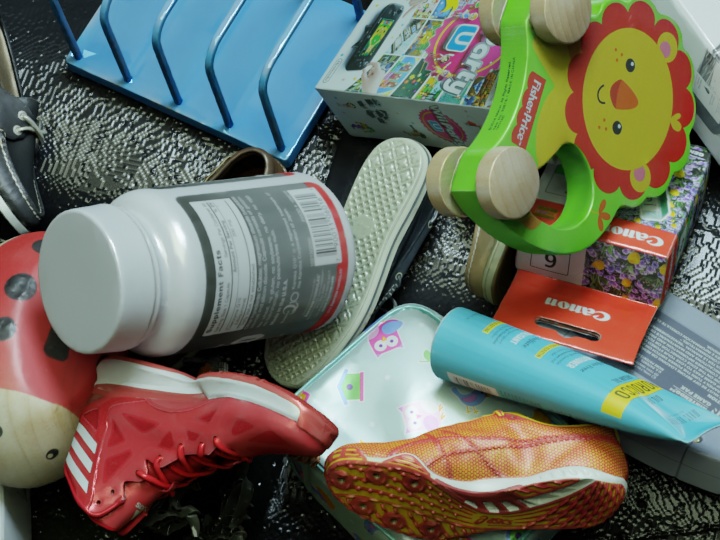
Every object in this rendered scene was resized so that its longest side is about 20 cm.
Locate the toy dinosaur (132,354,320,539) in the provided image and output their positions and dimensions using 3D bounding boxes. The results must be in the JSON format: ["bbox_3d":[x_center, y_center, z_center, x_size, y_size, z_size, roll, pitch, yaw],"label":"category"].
[{"bbox_3d":[-0.110,0.121,1.597,0.102,0.200,0.136,22,74,-21],"label":"toy dinosaur"}]

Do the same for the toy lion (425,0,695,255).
[{"bbox_3d":[0.151,-0.100,1.574,0.069,0.192,0.201,2,69,48],"label":"toy lion"}]

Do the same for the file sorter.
[{"bbox_3d":[-0.114,-0.197,1.744,0.200,0.123,0.139,25,72,17],"label":"file sorter"}]

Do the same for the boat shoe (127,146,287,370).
[{"bbox_3d":[-0.125,-0.008,1.692,0.075,0.075,0.203,27,72,18],"label":"boat shoe"}]

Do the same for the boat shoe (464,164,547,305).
[{"bbox_3d":[0.101,-0.065,1.696,0.066,0.074,0.200,9,57,15],"label":"boat shoe"}]

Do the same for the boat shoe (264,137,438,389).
[{"bbox_3d":[0.000,0.000,1.681,0.075,0.062,0.200,27,87,32],"label":"boat shoe"}]

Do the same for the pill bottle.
[{"bbox_3d":[-0.111,-0.003,1.576,0.200,0.114,0.114,-9,57,-42],"label":"pill bottle"}]

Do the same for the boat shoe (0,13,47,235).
[{"bbox_3d":[-0.272,-0.116,1.765,0.060,0.074,0.200,-25,57,1],"label":"boat shoe"}]

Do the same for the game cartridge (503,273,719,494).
[{"bbox_3d":[0.201,0.071,1.607,0.200,0.042,0.133,33,50,20],"label":"game cartridge"}]

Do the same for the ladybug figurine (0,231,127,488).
[{"bbox_3d":[-0.220,0.052,1.610,0.135,0.072,0.200,20,57,-22],"label":"ladybug figurine"}]

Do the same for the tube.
[{"bbox_3d":[0.141,0.077,1.528,0.200,0.077,0.051,19,111,29],"label":"tube"}]

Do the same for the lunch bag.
[{"bbox_3d":[0.057,0.129,1.606,0.160,0.077,0.200,-42,70,-18],"label":"lunch bag"}]

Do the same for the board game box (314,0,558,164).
[{"bbox_3d":[0.086,-0.160,1.688,0.200,0.064,0.148,11,60,42],"label":"board game box"}]

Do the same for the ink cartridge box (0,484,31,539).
[{"bbox_3d":[-0.314,0.132,1.649,0.144,0.085,0.201,-8,64,5],"label":"ink cartridge box"}]

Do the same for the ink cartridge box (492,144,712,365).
[{"bbox_3d":[0.171,-0.025,1.632,0.109,0.050,0.200,15,41,13],"label":"ink cartridge box"}]

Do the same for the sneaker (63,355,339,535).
[{"bbox_3d":[-0.110,0.128,1.513,0.200,0.078,0.116,6,65,41],"label":"sneaker"}]

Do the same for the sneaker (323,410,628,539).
[{"bbox_3d":[0.075,0.131,1.534,0.199,0.073,0.077,2,43,-3],"label":"sneaker"}]

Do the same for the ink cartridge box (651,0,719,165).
[{"bbox_3d":[0.306,-0.145,1.675,0.145,0.085,0.200,-21,65,-23],"label":"ink cartridge box"}]
